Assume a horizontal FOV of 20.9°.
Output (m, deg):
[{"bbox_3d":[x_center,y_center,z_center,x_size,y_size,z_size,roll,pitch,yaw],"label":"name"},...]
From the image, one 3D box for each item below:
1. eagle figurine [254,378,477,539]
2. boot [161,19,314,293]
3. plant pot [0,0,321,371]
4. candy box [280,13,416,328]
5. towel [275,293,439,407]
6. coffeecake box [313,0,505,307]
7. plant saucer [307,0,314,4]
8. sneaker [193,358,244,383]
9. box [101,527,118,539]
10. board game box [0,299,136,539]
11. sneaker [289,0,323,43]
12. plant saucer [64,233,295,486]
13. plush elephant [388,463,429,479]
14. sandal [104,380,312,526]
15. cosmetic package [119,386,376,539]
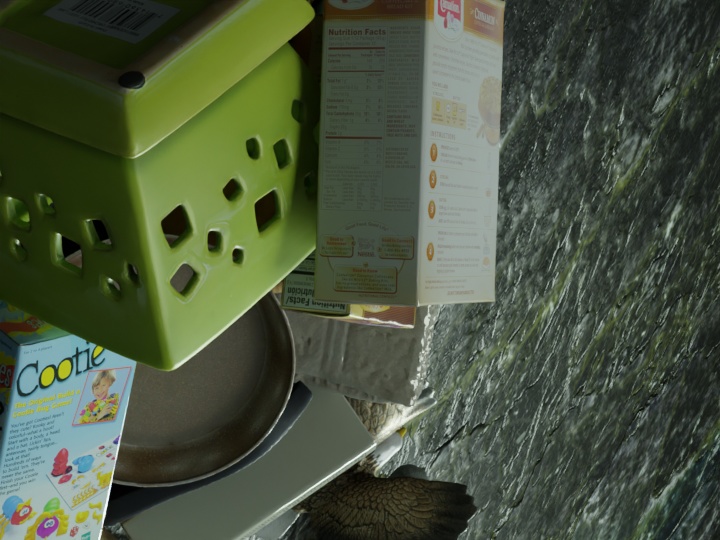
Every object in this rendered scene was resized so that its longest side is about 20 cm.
[{"bbox_3d":[-0.003,0.176,1.703,0.200,0.152,0.151,-21,-136,63],"label":"eagle figurine"},{"bbox_3d":[-0.092,-0.077,1.372,0.071,0.144,0.201,-104,-166,-80],"label":"boot"},{"bbox_3d":[-0.138,-0.088,1.192,0.199,0.200,0.182,-43,142,-36],"label":"plant pot"},{"bbox_3d":[0.004,-0.064,1.328,0.117,0.056,0.200,12,85,-66],"label":"candy box"},{"bbox_3d":[0.000,0.000,1.471,0.034,0.132,0.200,-57,160,-73],"label":"towel"},{"bbox_3d":[0.033,-0.080,1.225,0.153,0.073,0.200,0,92,-68],"label":"coffeecake box"},{"bbox_3d":[-0.062,-0.242,1.351,0.200,0.048,0.200,-58,154,-13],"label":"plant saucer"},{"bbox_3d":[-0.095,-0.005,1.460,0.082,0.070,0.200,64,36,-71],"label":"sneaker"},{"bbox_3d":[-0.273,0.257,1.457,0.200,0.021,0.164,-56,154,-14],"label":"box"},{"bbox_3d":[-0.229,0.103,1.284,0.105,0.103,0.200,-12,126,-46],"label":"board game box"},{"bbox_3d":[-0.007,-0.194,1.489,0.131,0.080,0.200,-52,-177,36],"label":"sneaker"},{"bbox_3d":[-0.146,0.059,1.365,0.032,0.200,0.200,-104,-154,-64],"label":"plant saucer"},{"bbox_3d":[0.029,0.328,1.944,0.200,0.165,0.155,-34,138,4],"label":"plush elephant"},{"bbox_3d":[-0.126,0.133,1.448,0.200,0.043,0.076,-28,-166,19],"label":"sandal"},{"bbox_3d":[-0.088,0.168,1.545,0.200,0.073,0.104,-35,173,-6],"label":"cosmetic package"}]
